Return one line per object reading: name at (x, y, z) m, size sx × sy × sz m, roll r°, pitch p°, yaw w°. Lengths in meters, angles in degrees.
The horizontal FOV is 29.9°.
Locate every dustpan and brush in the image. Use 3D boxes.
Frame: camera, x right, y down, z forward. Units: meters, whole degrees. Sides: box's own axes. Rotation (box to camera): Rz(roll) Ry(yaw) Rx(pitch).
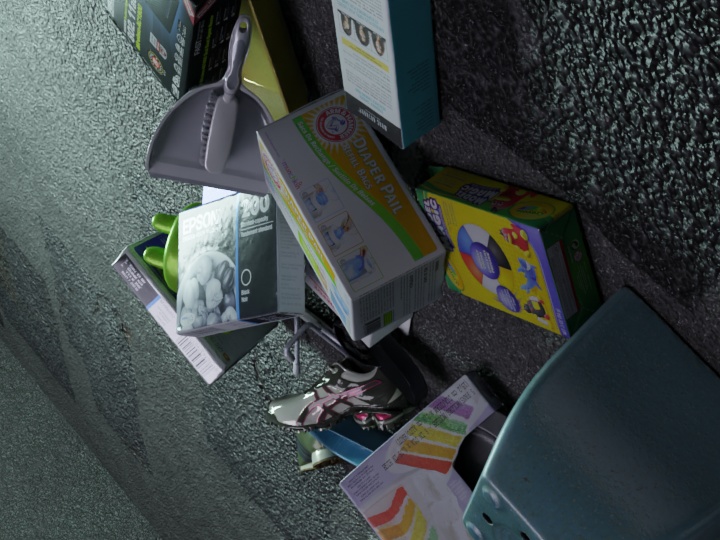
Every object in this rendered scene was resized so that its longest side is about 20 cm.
dustpan and brush at (-0.136, -0.167, 1.361) m, size 0.057 × 0.138 × 0.202 m, roll -105°, pitch 27°, yaw -64°

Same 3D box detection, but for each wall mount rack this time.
wall mount rack at (-0.072, 0.096, 1.727) m, size 0.200 × 0.075 × 0.174 m, roll 35°, pitch 174°, yaw 43°

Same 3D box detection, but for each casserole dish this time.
casserole dish at (0.010, 0.224, 1.717) m, size 0.199 × 0.039 × 0.121 m, roll 21°, pitch 158°, yaw 37°

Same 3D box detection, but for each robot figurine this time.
robot figurine at (-0.160, -0.014, 1.641) m, size 0.198 × 0.177 × 0.116 m, roll 14°, pitch 179°, yaw 15°

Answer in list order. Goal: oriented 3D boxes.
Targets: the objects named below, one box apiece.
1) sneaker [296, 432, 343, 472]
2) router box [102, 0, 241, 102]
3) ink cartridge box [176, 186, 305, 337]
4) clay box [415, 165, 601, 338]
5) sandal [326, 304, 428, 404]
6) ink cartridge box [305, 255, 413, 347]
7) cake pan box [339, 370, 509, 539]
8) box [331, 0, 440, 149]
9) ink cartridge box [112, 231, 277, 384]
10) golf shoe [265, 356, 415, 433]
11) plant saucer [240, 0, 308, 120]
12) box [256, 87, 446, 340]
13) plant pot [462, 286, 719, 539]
sneaker at (-0.058, 0.231, 1.899) m, size 0.200 × 0.066 × 0.091 m, roll 121°, pitch 136°, yaw -77°
router box at (-0.191, -0.277, 1.348) m, size 0.150 × 0.062 × 0.200 m, roll 52°, pitch 157°, yaw 12°
ink cartridge box at (-0.136, -0.037, 1.505) m, size 0.197 × 0.043 × 0.202 m, roll -14°, pitch 72°, yaw 48°
clay box at (0.122, -0.022, 1.211) m, size 0.199 × 0.047 × 0.116 m, roll 22°, pitch 139°, yaw 52°
sandal at (0.007, 0.082, 1.553) m, size 0.200 × 0.043 × 0.077 m, roll 46°, pitch 161°, yaw 45°
ink cartridge box at (0.000, 0.000, 1.455) m, size 0.115 × 0.068 × 0.201 m, roll 45°, pitch 155°, yaw 24°
cake pan box at (0.107, 0.234, 1.430) m, size 0.185 × 0.200 × 0.052 m, roll 52°, pitch -166°, yaw 8°
box at (0.020, -0.209, 1.160) m, size 0.082 × 0.049 × 0.201 m, roll 39°, pitch 152°, yaw 35°
ink cartridge box at (-0.213, 0.034, 1.770) m, size 0.199 × 0.043 × 0.200 m, roll 50°, pitch -158°, yaw 0°
golf shoe at (-0.029, 0.148, 1.644) m, size 0.198 × 0.077 × 0.089 m, roll -8°, pitch 100°, yaw 26°
plant saucer at (-0.130, -0.249, 1.407) m, size 0.199 × 0.048 × 0.201 m, roll 28°, pitch 145°, yaw 48°
box at (-0.010, -0.055, 1.295) m, size 0.201 × 0.101 × 0.113 m, roll 60°, pitch 170°, yaw 21°
plant pot at (0.199, 0.179, 1.134) m, size 0.196 × 0.199 × 0.197 m, roll 46°, pitch 156°, yaw 19°
